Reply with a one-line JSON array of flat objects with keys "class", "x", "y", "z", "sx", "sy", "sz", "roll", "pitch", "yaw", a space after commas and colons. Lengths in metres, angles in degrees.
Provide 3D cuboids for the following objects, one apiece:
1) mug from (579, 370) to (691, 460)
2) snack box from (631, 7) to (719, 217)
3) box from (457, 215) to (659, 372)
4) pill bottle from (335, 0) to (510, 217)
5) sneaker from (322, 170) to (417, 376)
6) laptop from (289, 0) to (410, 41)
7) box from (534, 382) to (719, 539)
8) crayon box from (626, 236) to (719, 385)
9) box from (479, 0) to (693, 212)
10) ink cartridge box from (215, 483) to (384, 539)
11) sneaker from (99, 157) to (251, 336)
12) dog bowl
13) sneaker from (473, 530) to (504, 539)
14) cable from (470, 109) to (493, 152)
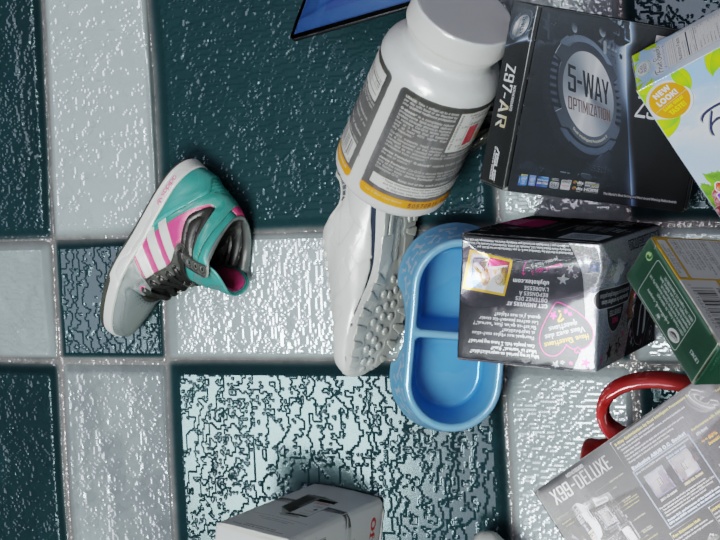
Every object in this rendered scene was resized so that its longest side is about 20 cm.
[{"class": "mug", "x": 0.301, "y": 0.179, "z": 1.604, "sx": 0.198, "sy": 0.178, "sz": 0.134, "roll": -15, "pitch": 46, "yaw": 19}, {"class": "snack box", "x": 0.357, "y": -0.154, "z": 1.551, "sx": 0.199, "sy": 0.068, "sz": 0.169, "roll": -28, "pitch": 120, "yaw": 20}, {"class": "box", "x": 0.180, "y": 0.019, "z": 1.615, "sx": 0.131, "sy": 0.200, "sz": 0.116, "roll": 5, "pitch": 98, "yaw": 23}, {"class": "pill bottle", "x": 0.059, "y": -0.155, "z": 1.643, "sx": 0.116, "sy": 0.116, "sz": 0.201, "roll": 39, "pitch": 131, "yaw": 15}, {"class": "sneaker", "x": 0.000, "y": 0.000, "z": 1.759, "sx": 0.080, "sy": 0.076, "sz": 0.202, "roll": 14, "pitch": 95, "yaw": 32}, {"class": "laptop", "x": 0.008, "y": -0.332, "z": 1.708, "sx": 0.176, "sy": 0.103, "sz": 0.202, "roll": -12, "pitch": 90, "yaw": 23}, {"class": "box", "x": 0.271, "y": 0.198, "z": 1.540, "sx": 0.199, "sy": 0.050, "sz": 0.158, "roll": -37, "pitch": 77, "yaw": 11}, {"class": "crayon box", "x": 0.339, "y": 0.035, "z": 1.547, "sx": 0.052, "sy": 0.198, "sz": 0.126, "roll": -63, "pitch": 39, "yaw": 37}, {"class": "box", "x": 0.212, "y": -0.142, "z": 1.600, "sx": 0.043, "sy": 0.198, "sz": 0.162, "roll": 28, "pitch": 109, "yaw": 61}, {"class": "ink cartridge box", "x": -0.062, "y": 0.298, "z": 1.745, "sx": 0.082, "sy": 0.200, "sz": 0.148, "roll": 10, "pitch": 98, "yaw": 25}, {"class": "sneaker", "x": -0.174, "y": 0.003, "z": 1.832, "sx": 0.120, "sy": 0.083, "sz": 0.201, "roll": 36, "pitch": 106, "yaw": 26}, {"class": "dog bowl", "x": 0.088, "y": 0.058, "z": 1.715, "sx": 0.110, "sy": 0.050, "sz": 0.202, "roll": 4, "pitch": 97, "yaw": -5}, {"class": "sneaker", "x": 0.179, "y": 0.323, "z": 1.722, "sx": 0.080, "sy": 0.076, "sz": 0.201, "roll": -35, "pitch": 85, "yaw": 10}, {"class": "cable", "x": 0.147, "y": -0.138, "z": 1.694, "sx": 0.198, "sy": 0.050, "sz": 0.098, "roll": 9, "pitch": 104, "yaw": 21}]
